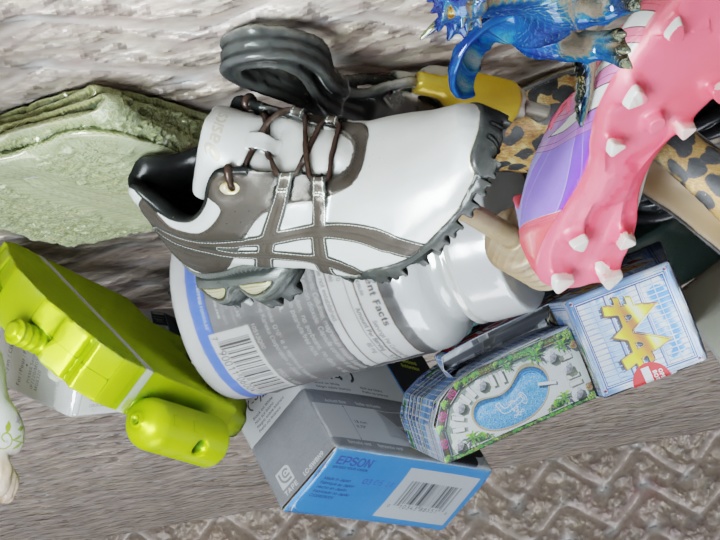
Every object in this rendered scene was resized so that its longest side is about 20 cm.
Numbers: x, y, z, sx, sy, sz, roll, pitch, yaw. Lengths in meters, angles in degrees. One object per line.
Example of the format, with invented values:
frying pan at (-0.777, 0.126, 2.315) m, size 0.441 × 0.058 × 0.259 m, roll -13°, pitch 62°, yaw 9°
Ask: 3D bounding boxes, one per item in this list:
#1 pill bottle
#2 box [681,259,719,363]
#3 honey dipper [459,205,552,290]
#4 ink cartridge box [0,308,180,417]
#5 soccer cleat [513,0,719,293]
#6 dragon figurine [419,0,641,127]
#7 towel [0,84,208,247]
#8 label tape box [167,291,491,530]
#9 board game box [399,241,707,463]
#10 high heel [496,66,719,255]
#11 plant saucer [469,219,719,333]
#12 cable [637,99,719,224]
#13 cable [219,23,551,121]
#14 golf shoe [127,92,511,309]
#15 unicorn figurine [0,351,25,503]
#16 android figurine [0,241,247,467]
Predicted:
pill bottle at (0.000, 0.000, 1.272) m, size 0.199 × 0.115 × 0.114 m, roll -15°, pitch 168°, yaw 23°
box at (0.321, 0.005, 1.422) m, size 0.200 × 0.109 × 0.128 m, roll -37°, pitch 164°, yaw 12°
honey dipper at (0.057, -0.031, 1.124) m, size 0.038 × 0.038 × 0.200 m, roll -15°, pitch 159°, yaw 25°
ink cartridge box at (-0.185, 0.049, 1.477) m, size 0.175 × 0.045 × 0.200 m, roll 19°, pitch -169°, yaw 33°
soccer cleat at (0.122, -0.076, 1.058) m, size 0.066 × 0.077 × 0.201 m, roll -4°, pitch 136°, yaw -27°
dragon figurine at (0.062, -0.108, 0.924) m, size 0.099 × 0.059 × 0.200 m, roll -10°, pitch 168°, yaw 0°
towel at (-0.137, -0.048, 1.108) m, size 0.148 × 0.037 × 0.200 m, roll -14°, pitch 168°, yaw 23°
label tape box at (-0.022, 0.071, 1.438) m, size 0.144 × 0.200 × 0.063 m, roll 13°, pitch 125°, yaw -43°
board game box at (0.121, 0.044, 1.282) m, size 0.199 × 0.062 × 0.200 m, roll -23°, pitch 180°, yaw -7°
high heel at (0.140, -0.034, 1.140) m, size 0.199 × 0.143 × 0.071 m, roll -13°, pitch 165°, yaw 8°
plant saucer at (0.148, -0.001, 1.484) m, size 0.199 × 0.036 × 0.200 m, roll -19°, pitch -172°, yaw 3°
cable at (0.195, -0.074, 1.276) m, size 0.162 × 0.051 × 0.200 m, roll -16°, pitch 166°, yaw 2°
cable at (-0.004, -0.091, 1.056) m, size 0.097 × 0.051 × 0.199 m, roll -4°, pitch 164°, yaw 44°
golf shoe at (-0.025, -0.040, 0.996) m, size 0.199 × 0.078 × 0.094 m, roll -21°, pitch 133°, yaw 38°
unicorn figurine at (-0.241, 0.047, 1.292) m, size 0.074 × 0.201 × 0.137 m, roll -32°, pitch -170°, yaw -11°
android figurine at (-0.150, 0.046, 1.279) m, size 0.041 × 0.182 × 0.200 m, roll -53°, pitch 146°, yaw 7°
